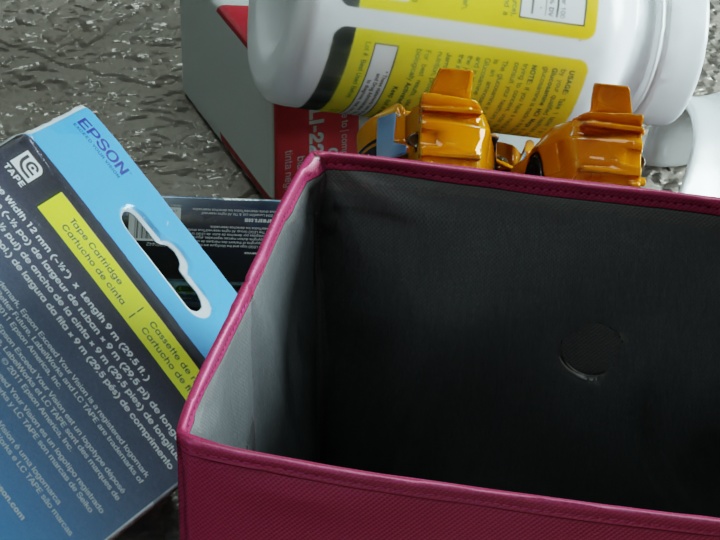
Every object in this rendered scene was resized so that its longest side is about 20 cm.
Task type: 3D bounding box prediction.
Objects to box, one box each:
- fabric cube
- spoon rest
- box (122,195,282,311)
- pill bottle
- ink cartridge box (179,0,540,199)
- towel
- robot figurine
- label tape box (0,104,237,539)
[{"bbox_3d":[0.051,0.099,0.981,0.196,0.200,0.200,8,32,10],"label":"fabric cube"},{"bbox_3d":[0.181,-0.031,1.324,0.099,0.061,0.200,-6,32,-11],"label":"spoon rest"},{"bbox_3d":[0.000,0.000,1.217,0.200,0.040,0.137,2,-8,4],"label":"box"},{"bbox_3d":[0.055,-0.121,1.301,0.200,0.113,0.112,7,30,-16],"label":"pill bottle"},{"bbox_3d":[0.023,-0.115,1.434,0.200,0.084,0.144,-12,33,-18],"label":"ink cartridge box"},{"bbox_3d":[0.102,0.051,1.144,0.200,0.050,0.148,5,1,11],"label":"towel"},{"bbox_3d":[0.056,-0.042,1.252,0.145,0.058,0.200,6,-9,-10],"label":"robot figurine"},{"bbox_3d":[-0.132,0.040,1.026,0.143,0.066,0.200,52,40,0],"label":"label tape box"}]
